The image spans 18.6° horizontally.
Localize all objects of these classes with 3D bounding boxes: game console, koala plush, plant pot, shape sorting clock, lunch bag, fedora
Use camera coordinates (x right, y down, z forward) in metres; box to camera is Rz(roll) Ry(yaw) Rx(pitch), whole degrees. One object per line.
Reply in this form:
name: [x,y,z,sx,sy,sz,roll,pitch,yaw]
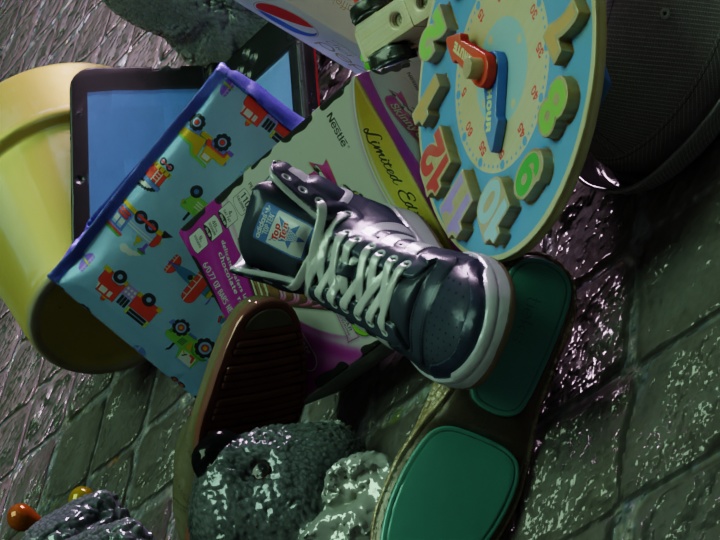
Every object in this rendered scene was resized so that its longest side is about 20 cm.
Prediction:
game console: [-0.120,-0.089,1.599,0.172,0.118,0.201,-37,49,44]
koala plush: [-0.077,-0.266,1.743,0.177,0.183,0.200,-47,5,44]
plant pot: [-0.215,-0.028,1.718,0.201,0.200,0.190,-50,41,24]
shape sorting clock: [0.074,-0.105,1.154,0.200,0.039,0.202,-179,90,-69]
lunch bag: [-0.083,-0.030,1.448,0.200,0.150,0.094,-46,9,27]
fedora: [0.148,-0.143,1.183,0.177,0.090,0.201,-4,60,64]
koala plush: [-0.063,0.163,1.237,0.200,0.184,0.177,-42,8,-9]

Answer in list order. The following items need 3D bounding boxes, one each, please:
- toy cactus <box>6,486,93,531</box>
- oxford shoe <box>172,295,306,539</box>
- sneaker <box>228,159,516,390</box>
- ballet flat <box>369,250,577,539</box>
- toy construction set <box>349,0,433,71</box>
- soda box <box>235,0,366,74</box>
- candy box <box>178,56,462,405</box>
toy cactus: [-0.206,0.249,1.502,0.166,0.102,0.200,-64,29,18]
oxford shoe: [-0.085,0.093,1.342,0.075,0.070,0.201,49,133,46]
sneaker: [0.000,0.000,1.136,0.071,0.108,0.200,-67,23,8]
ballet flat: [0.059,0.086,1.161,0.201,0.070,0.065,-62,3,-15]
toy construction set: [0.073,-0.151,1.323,0.200,0.131,0.092,-47,65,33]
soda box: [-0.008,-0.176,1.412,0.064,0.199,0.069,4,67,64]
candy box: [-0.009,-0.017,1.315,0.061,0.137,0.200,-21,-12,-45]
